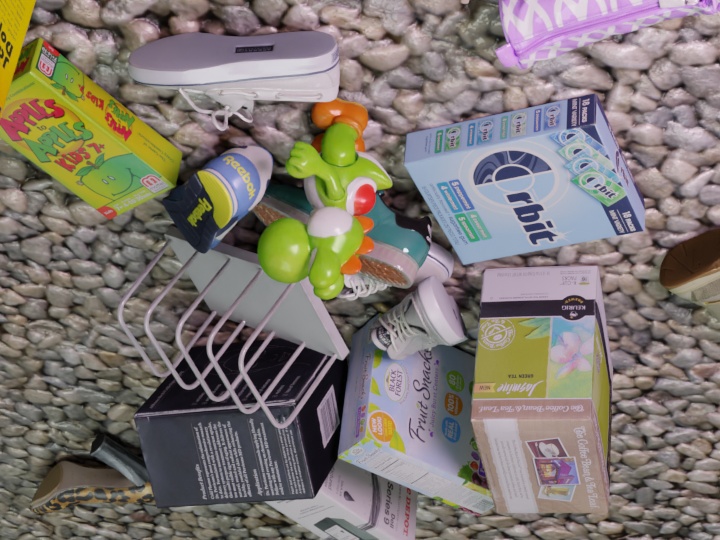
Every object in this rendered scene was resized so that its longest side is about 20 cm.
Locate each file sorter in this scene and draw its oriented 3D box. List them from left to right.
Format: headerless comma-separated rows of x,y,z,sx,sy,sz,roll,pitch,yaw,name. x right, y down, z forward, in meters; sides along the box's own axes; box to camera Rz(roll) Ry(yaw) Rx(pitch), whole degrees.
-0.142,0.063,1.767,0.199,0.125,0.139,18,149,37,file sorter

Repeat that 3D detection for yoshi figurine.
-0.048,-0.064,1.584,0.112,0.202,0.111,32,138,-31,yoshi figurine

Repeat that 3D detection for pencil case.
0.214,-0.231,1.410,0.198,0.086,0.084,-14,140,28,pencil case

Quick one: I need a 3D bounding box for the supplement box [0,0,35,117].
-0.362,-0.220,1.431,0.107,0.202,0.110,-5,143,16,supplement box

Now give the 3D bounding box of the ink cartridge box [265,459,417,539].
-0.018,0.257,2.059,0.084,0.147,0.199,-24,134,34,ink cartridge box

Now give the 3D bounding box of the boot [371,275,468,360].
0.057,0.062,1.778,0.095,0.074,0.200,-22,166,6,boot

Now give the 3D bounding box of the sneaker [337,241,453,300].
0.000,0.000,1.771,0.197,0.071,0.073,7,144,1,sneaker

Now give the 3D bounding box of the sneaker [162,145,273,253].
-0.144,-0.075,1.690,0.074,0.082,0.200,52,156,-7,sneaker

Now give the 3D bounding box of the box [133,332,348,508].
-0.126,0.170,1.893,0.194,0.200,0.125,-4,109,18,box

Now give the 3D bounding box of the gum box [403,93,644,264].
0.165,-0.087,1.647,0.198,0.045,0.170,-11,140,22,gum box

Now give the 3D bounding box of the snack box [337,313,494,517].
0.079,0.167,1.899,0.198,0.170,0.068,24,141,-22,snack box

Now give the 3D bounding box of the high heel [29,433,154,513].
-0.351,0.310,2.248,0.142,0.072,0.199,37,126,-25,high heel

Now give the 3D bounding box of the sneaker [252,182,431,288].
-0.019,-0.055,1.713,0.198,0.080,0.072,24,157,12,sneaker

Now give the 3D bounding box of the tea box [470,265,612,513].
0.203,0.133,1.808,0.132,0.199,0.201,-2,142,13,tea box

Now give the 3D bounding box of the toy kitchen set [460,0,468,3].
0.160,-0.301,1.259,0.178,0.165,0.201,-2,143,12,toy kitchen set

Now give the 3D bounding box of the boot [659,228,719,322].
0.431,0.009,1.707,0.199,0.073,0.154,-22,134,41,boot

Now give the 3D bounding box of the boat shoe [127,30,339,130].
-0.116,-0.173,1.553,0.199,0.075,0.087,-3,126,4,boat shoe

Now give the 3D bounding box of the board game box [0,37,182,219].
-0.285,-0.138,1.657,0.101,0.048,0.200,-22,135,34,board game box
